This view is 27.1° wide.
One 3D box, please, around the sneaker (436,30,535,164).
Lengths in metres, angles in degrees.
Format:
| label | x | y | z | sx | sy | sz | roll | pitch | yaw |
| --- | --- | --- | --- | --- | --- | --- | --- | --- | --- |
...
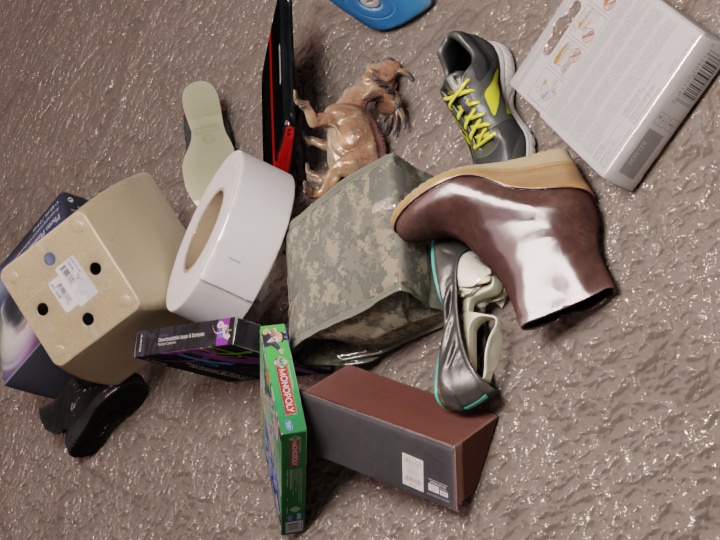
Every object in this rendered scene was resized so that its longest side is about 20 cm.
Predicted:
| label | x | y | z | sx | sy | sz | roll | pitch | yaw |
| --- | --- | --- | --- | --- | --- | --- | --- | --- | --- |
| sneaker | 0.119 | -0.161 | 1.534 | 0.074 | 0.084 | 0.201 | -37 | 48 | 35 |

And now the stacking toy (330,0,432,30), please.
| label | x | y | z | sx | sy | sz | roll | pitch | yaw |
| --- | --- | --- | --- | --- | --- | --- | --- | --- | --- |
| stacking toy | 0.035 | -0.395 | 1.747 | 0.116 | 0.109 | 0.201 | -15 | 52 | 49 |

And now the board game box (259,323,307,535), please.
| label | x | y | z | sx | sy | sz | roll | pitch | yaw |
| --- | --- | --- | --- | --- | --- | --- | --- | --- | --- |
| board game box | -0.083 | 0.171 | 1.580 | 0.201 | 0.029 | 0.135 | 94 | 166 | -51 |

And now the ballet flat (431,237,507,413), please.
| label | x | y | z | sx | sy | sz | roll | pitch | yaw |
| --- | --- | --- | --- | --- | --- | --- | --- | --- | --- |
| ballet flat | 0.111 | 0.043 | 1.470 | 0.068 | 0.068 | 0.202 | -17 | 62 | 33 |

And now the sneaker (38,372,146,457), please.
| label | x | y | z | sx | sy | sz | roll | pitch | yaw |
| --- | --- | --- | --- | --- | --- | --- | --- | --- | --- |
| sneaker | -0.358 | 0.171 | 1.986 | 0.200 | 0.060 | 0.105 | -48 | 47 | 30 |

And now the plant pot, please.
| label | x | y | z | sx | sy | sz | roll | pitch | yaw |
| --- | --- | --- | --- | --- | --- | --- | --- | --- | --- |
| plant pot | -0.316 | 0.017 | 1.809 | 0.199 | 0.177 | 0.201 | -35 | 84 | 15 |

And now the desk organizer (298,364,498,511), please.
| label | x | y | z | sx | sy | sz | roll | pitch | yaw |
| --- | --- | --- | --- | --- | --- | --- | --- | --- | --- |
| desk organizer | 0.038 | 0.162 | 1.489 | 0.199 | 0.077 | 0.072 | 16 | 121 | 38 |

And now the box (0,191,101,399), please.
| label | x | y | z | sx | sy | sz | roll | pitch | yaw |
| --- | --- | --- | --- | --- | --- | --- | --- | --- | --- |
| box | -0.403 | 0.038 | 2.052 | 0.200 | 0.123 | 0.199 | -45 | 45 | 28 |

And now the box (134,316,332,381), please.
| label | x | y | z | sx | sy | sz | roll | pitch | yaw |
| --- | --- | --- | --- | --- | --- | --- | --- | --- | --- |
| box | -0.145 | 0.093 | 1.694 | 0.199 | 0.142 | 0.036 | -8 | 69 | 50 |

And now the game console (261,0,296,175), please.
| label | x | y | z | sx | sy | sz | roll | pitch | yaw |
| --- | --- | --- | --- | --- | --- | --- | --- | --- | --- |
| game console | -0.093 | -0.204 | 1.789 | 0.177 | 0.031 | 0.202 | 112 | 157 | -59 |

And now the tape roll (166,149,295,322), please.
| label | x | y | z | sx | sy | sz | roll | pitch | yaw |
| --- | --- | --- | --- | --- | --- | --- | --- | --- | --- |
| tape roll | -0.150 | -0.032 | 1.705 | 0.203 | 0.070 | 0.203 | -55 | 20 | 31 |

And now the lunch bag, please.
| label | x | y | z | sx | sy | sz | roll | pitch | yaw |
| --- | --- | --- | --- | --- | --- | --- | --- | --- | --- |
| lunch bag | 0.000 | 0.000 | 1.580 | 0.199 | 0.117 | 0.165 | -26 | 55 | 36 |

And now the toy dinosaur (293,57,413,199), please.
| label | x | y | z | sx | sy | sz | roll | pitch | yaw |
| --- | --- | --- | --- | --- | --- | --- | --- | --- | --- |
| toy dinosaur | -0.001 | -0.143 | 1.685 | 0.086 | 0.134 | 0.202 | 26 | -122 | -87 |

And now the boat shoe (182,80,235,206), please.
| label | x | y | z | sx | sy | sz | roll | pitch | yaw |
| --- | --- | --- | --- | --- | --- | --- | --- | --- | --- |
| boat shoe | -0.198 | -0.151 | 1.939 | 0.063 | 0.070 | 0.201 | 89 | 171 | -58 |

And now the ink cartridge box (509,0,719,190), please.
| label | x | y | z | sx | sy | sz | roll | pitch | yaw |
| --- | --- | --- | --- | --- | --- | --- | --- | --- | --- |
| ink cartridge box | 0.243 | -0.193 | 1.433 | 0.162 | 0.050 | 0.200 | -56 | 35 | 17 |

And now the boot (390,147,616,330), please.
| label | x | y | z | sx | sy | sz | roll | pitch | yaw |
| --- | --- | --- | --- | --- | --- | --- | --- | --- | --- |
| boot | 0.132 | -0.020 | 1.420 | 0.198 | 0.072 | 0.168 | -18 | 60 | 13 |
